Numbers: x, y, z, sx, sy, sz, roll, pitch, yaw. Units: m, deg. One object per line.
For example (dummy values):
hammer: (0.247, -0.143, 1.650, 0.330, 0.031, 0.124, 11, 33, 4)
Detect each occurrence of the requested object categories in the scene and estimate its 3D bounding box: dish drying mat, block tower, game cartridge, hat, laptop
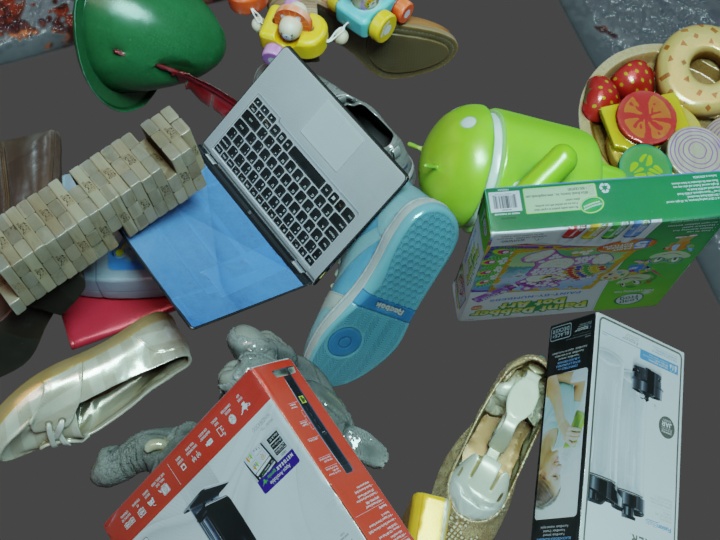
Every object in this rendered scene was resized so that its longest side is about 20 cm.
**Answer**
dish drying mat: (-0.184, 0.006, 0.969, 0.198, 0.018, 0.077, -22, 66, -10)
block tower: (-0.218, -0.051, 0.848, 0.199, 0.058, 0.054, -38, 60, -14)
game cartridge: (0.028, 0.283, 0.776, 0.032, 0.177, 0.203, 13, 66, 2)
game cartridge: (-0.186, -0.041, 0.966, 0.197, 0.041, 0.135, -8, 63, -3)
hat: (-0.143, -0.214, 0.972, 0.174, 0.200, 0.168, 13, 81, 19)
laptop: (-0.100, -0.080, 0.894, 0.200, 0.116, 0.188, -47, 66, 12)

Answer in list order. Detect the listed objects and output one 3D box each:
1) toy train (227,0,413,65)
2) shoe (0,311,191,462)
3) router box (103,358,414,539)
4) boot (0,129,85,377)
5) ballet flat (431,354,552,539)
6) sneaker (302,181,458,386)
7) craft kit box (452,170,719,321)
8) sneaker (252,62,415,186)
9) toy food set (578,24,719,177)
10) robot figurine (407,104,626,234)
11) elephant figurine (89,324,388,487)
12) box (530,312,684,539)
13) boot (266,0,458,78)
toy train: (-0.049, -0.277, 0.999, 0.197, 0.056, 0.152, -10, 63, -2)
shoe: (-0.236, 0.108, 0.895, 0.199, 0.070, 0.053, -34, 64, -18)
router box: (-0.072, 0.195, 0.737, 0.200, 0.049, 0.180, -46, 71, 26)
boot: (-0.329, -0.017, 0.948, 0.185, 0.064, 0.201, -36, 52, 14)
ballet flat: (0.114, 0.155, 0.894, 0.070, 0.065, 0.202, 23, 68, 8)
sneaker: (0.000, 0.000, 0.948, 0.201, 0.079, 0.131, -53, 37, 12)
craft kit box: (0.189, -0.016, 0.899, 0.197, 0.198, 0.049, -5, 70, -4)
sneaker: (-0.024, -0.154, 1.006, 0.199, 0.082, 0.075, 35, 70, 18)
toy food set: (0.319, -0.148, 1.041, 0.197, 0.049, 0.200, -13, 68, -8)
robot figurine: (0.142, -0.085, 0.956, 0.197, 0.176, 0.117, 12, 106, -14)
elephant figurine: (-0.108, 0.159, 0.858, 0.141, 0.155, 0.201, 36, 96, -30)
box: (0.212, 0.152, 0.877, 0.116, 0.060, 0.203, 24, 64, -27)
boot: (0.001, -0.285, 1.075, 0.197, 0.074, 0.157, 5, 56, -12)
